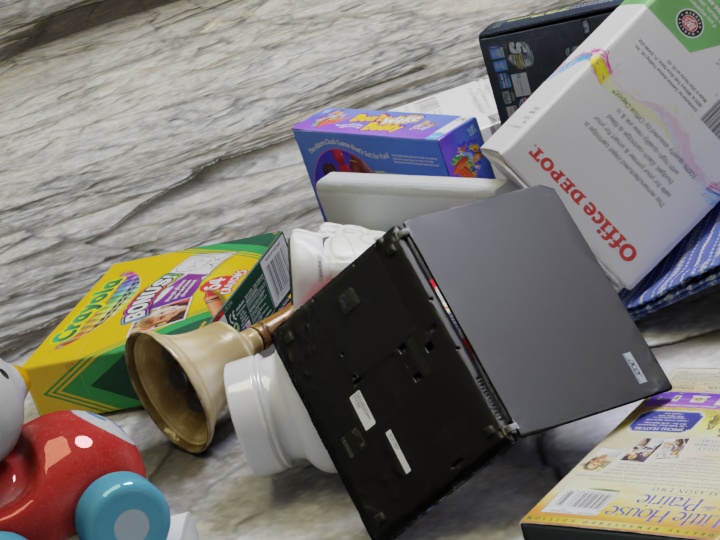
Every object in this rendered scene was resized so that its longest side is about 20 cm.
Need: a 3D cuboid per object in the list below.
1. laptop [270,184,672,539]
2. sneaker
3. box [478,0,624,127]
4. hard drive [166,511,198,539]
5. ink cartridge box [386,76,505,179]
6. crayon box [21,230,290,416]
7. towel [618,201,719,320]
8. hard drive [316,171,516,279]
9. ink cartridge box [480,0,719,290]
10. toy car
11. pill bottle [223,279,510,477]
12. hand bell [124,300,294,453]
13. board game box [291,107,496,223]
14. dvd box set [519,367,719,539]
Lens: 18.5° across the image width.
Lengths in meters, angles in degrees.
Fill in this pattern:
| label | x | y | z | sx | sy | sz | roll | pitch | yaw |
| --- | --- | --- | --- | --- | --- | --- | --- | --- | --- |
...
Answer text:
| label | x | y | z | sx | sy | sz | roll | pitch | yaw |
| --- | --- | --- | --- | --- | --- | --- | --- | --- | --- |
| laptop | 0.069 | 0.061 | 1.477 | 0.200 | 0.177 | 0.103 | -41 | -30 | 23 |
| sneaker | 0.000 | 0.000 | 1.639 | 0.081 | 0.075 | 0.200 | -5 | 3 | 8 |
| box | 0.195 | -0.113 | 1.749 | 0.157 | 0.200 | 0.051 | -9 | 17 | 23 |
| hard drive | -0.213 | 0.226 | 1.493 | 0.200 | 0.027 | 0.132 | -16 | 20 | 9 |
| ink cartridge box | 0.113 | -0.114 | 1.993 | 0.200 | 0.083 | 0.147 | -19 | 20 | 1 |
| crayon box | -0.166 | 0.045 | 1.866 | 0.172 | 0.058 | 0.200 | -10 | 22 | 24 |
| towel | 0.268 | -0.039 | 1.608 | 0.200 | 0.024 | 0.145 | -29 | 22 | 47 |
| hard drive | 0.059 | -0.012 | 1.706 | 0.200 | 0.132 | 0.026 | 5 | 33 | 48 |
| ink cartridge box | 0.209 | -0.107 | 1.640 | 0.200 | 0.145 | 0.084 | -45 | 11 | -2 |
| toy car | -0.249 | 0.109 | 1.499 | 0.177 | 0.200 | 0.184 | -26 | 21 | -19 |
| pill bottle | 0.011 | 0.077 | 1.554 | 0.200 | 0.112 | 0.112 | -18 | 20 | 4 |
| hand bell | -0.073 | 0.047 | 1.711 | 0.200 | 0.104 | 0.104 | -32 | 24 | -29 |
| board game box | 0.037 | -0.064 | 1.858 | 0.045 | 0.135 | 0.200 | -32 | 24 | -31 |
| dvd box set | 0.212 | 0.121 | 1.376 | 0.146 | 0.029 | 0.200 | -1 | 26 | 41 |
